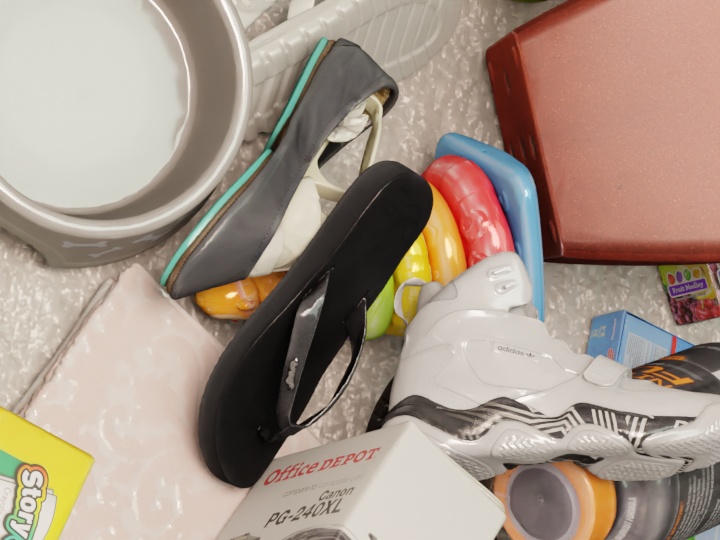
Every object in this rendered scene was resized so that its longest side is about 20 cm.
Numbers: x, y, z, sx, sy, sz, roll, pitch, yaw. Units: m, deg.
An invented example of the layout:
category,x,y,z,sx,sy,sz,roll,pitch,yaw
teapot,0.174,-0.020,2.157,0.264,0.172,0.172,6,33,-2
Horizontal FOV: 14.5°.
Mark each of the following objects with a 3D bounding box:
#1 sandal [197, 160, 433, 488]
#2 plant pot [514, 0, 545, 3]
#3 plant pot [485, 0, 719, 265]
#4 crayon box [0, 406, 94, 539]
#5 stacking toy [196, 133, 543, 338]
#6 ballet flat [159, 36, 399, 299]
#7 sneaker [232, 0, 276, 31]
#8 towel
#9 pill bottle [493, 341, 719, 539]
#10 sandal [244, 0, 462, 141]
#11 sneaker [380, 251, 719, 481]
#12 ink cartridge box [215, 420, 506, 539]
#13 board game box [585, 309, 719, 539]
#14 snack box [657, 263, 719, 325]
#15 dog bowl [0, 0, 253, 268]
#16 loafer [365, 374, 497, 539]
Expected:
category,x,y,z,sx,sy,sz,roll,pitch,yaw
sandal,-0.023,0.033,1.528,0.076,0.043,0.200,24,99,-55
plant pot,0.135,-0.269,1.689,0.181,0.199,0.200,-26,95,-3
plant pot,0.179,-0.089,1.685,0.176,0.200,0.200,-13,90,-5
crayon box,-0.251,0.144,1.401,0.172,0.058,0.200,31,65,-15
stacking toy,0.000,0.000,1.613,0.200,0.116,0.110,-13,112,-23
ballet flat,-0.035,-0.048,1.552,0.073,0.073,0.200,47,52,-20
sneaker,-0.054,-0.193,1.621,0.075,0.087,0.200,49,58,-21
towel,-0.116,0.129,1.543,0.191,0.032,0.200,46,58,-20
pill bottle,0.163,0.111,1.642,0.200,0.106,0.106,-16,90,-49
sandal,-0.023,-0.138,1.652,0.203,0.050,0.083,-25,140,-34
sneaker,0.109,0.051,1.530,0.200,0.075,0.115,-2,70,5
ink cartridge box,-0.032,0.184,1.482,0.083,0.145,0.200,45,57,-18
board game box,0.217,0.131,1.789,0.200,0.037,0.151,25,67,-30
snack box,0.271,-0.060,1.857,0.200,0.053,0.142,-20,91,-36
dog bowl,-0.149,-0.102,1.520,0.200,0.059,0.200,2,84,-23
loafer,0.042,0.137,1.621,0.071,0.073,0.200,-5,112,-54
